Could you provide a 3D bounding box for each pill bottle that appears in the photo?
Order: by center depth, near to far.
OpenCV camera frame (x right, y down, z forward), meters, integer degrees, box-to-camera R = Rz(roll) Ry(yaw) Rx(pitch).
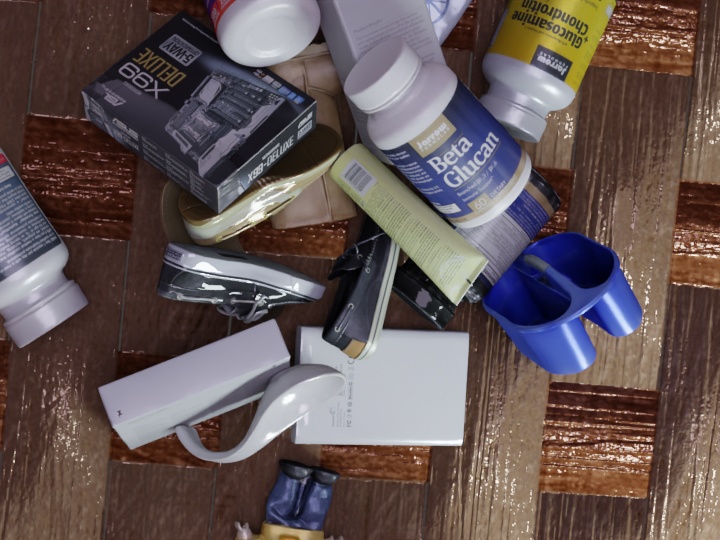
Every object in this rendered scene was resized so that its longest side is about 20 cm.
[{"bbox_3d":[0.077,-0.146,1.608,0.111,0.111,0.200,-48,116,-4],"label":"pill bottle"},{"bbox_3d":[-0.123,-0.324,1.655,0.112,0.112,0.200,-19,60,-7],"label":"pill bottle"},{"bbox_3d":[-0.385,-0.023,1.657,0.120,0.120,0.200,-34,96,-6],"label":"pill bottle"},{"bbox_3d":[0.123,-0.036,1.734,0.112,0.112,0.200,41,87,-8],"label":"pill bottle"},{"bbox_3d":[0.205,-0.251,1.738,0.112,0.112,0.200,24,88,-8],"label":"pill bottle"}]

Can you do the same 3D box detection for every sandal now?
[{"bbox_3d":[-0.169,-0.023,1.719,0.078,0.070,0.212,-49,120,-17],"label":"sandal"}]

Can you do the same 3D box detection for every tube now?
[{"bbox_3d":[0.051,-0.053,1.668,0.052,0.058,0.200,-44,75,-5],"label":"tube"}]

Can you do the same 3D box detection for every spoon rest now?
[{"bbox_3d":[-0.103,0.158,1.677,0.200,0.099,0.061,-27,69,17],"label":"spoon rest"}]

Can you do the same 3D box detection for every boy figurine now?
[{"bbox_3d":[-0.086,0.315,1.742,0.124,0.064,0.200,16,87,-11],"label":"boy figurine"}]

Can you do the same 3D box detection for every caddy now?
[{"bbox_3d":[0.219,0.027,1.714,0.141,0.200,0.105,-37,113,-7],"label":"caddy"}]

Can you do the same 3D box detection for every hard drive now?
[{"bbox_3d":[0.023,0.132,1.753,0.200,0.026,0.132,3,92,-18],"label":"hard drive"}]

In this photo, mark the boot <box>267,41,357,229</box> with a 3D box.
[{"bbox_3d":[-0.028,-0.157,1.737,0.175,0.066,0.200,-9,96,-5],"label":"boot"}]

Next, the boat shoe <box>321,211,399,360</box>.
[{"bbox_3d":[0.000,0.000,1.714,0.062,0.075,0.200,18,68,-16],"label":"boat shoe"}]

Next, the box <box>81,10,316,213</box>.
[{"bbox_3d":[-0.172,-0.172,1.650,0.200,0.050,0.158,36,61,20],"label":"box"}]

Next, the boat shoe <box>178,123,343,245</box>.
[{"bbox_3d":[-0.108,-0.093,1.668,0.200,0.066,0.074,-28,60,-19],"label":"boat shoe"}]

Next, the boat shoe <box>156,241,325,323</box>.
[{"bbox_3d":[-0.128,0.021,1.666,0.199,0.074,0.068,11,101,-42],"label":"boat shoe"}]

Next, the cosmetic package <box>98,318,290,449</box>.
[{"bbox_3d":[-0.175,0.126,1.675,0.200,0.151,0.052,-21,78,-7],"label":"cosmetic package"}]

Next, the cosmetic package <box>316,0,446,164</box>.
[{"bbox_3d":[0.030,-0.228,1.671,0.101,0.071,0.200,-26,111,-17],"label":"cosmetic package"}]

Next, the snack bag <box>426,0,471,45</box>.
[{"bbox_3d":[0.060,-0.383,1.758,0.200,0.021,0.189,34,87,-9],"label":"snack bag"}]
